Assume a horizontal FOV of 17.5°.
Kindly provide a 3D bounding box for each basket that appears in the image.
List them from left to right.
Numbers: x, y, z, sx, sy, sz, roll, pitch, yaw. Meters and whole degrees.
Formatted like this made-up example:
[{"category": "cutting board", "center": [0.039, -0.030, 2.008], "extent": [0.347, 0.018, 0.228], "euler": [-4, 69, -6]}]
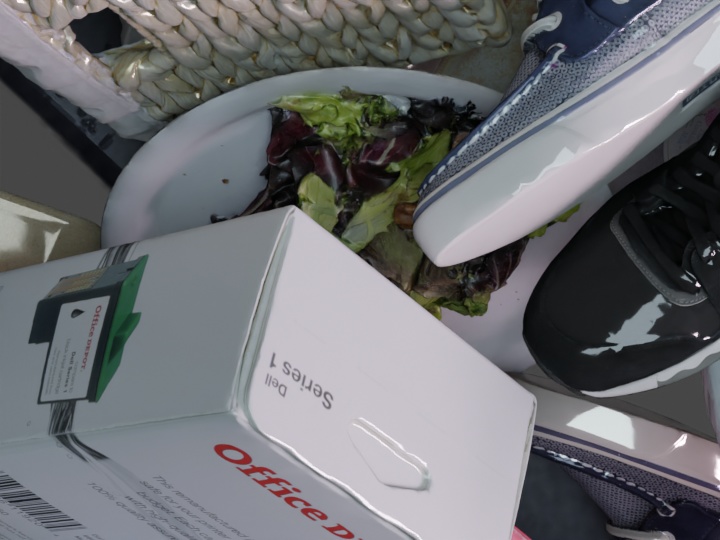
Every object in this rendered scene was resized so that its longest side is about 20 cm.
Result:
[{"category": "basket", "center": [-0.054, -0.174, 0.812], "extent": [0.161, 0.198, 0.200], "euler": [-12, 74, 15]}]

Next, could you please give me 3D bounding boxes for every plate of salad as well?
[{"category": "plate of salad", "center": [0.000, 0.000, 0.897], "extent": [0.200, 0.048, 0.200], "euler": [0, 139, 0]}]

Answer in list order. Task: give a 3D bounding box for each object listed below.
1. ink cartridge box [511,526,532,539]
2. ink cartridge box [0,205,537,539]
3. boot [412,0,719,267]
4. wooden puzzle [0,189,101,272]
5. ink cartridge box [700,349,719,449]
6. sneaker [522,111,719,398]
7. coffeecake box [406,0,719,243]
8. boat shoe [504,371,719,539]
[{"category": "ink cartridge box", "center": [0.082, 0.177, 0.926], "extent": [0.200, 0.146, 0.085], "euler": [38, 83, -9]}, {"category": "ink cartridge box", "center": [-0.058, 0.060, 0.848], "extent": [0.146, 0.200, 0.084], "euler": [38, 54, -37]}, {"category": "boot", "center": [0.083, -0.089, 0.822], "extent": [0.200, 0.073, 0.090], "euler": [-35, 78, -8]}, {"category": "wooden puzzle", "center": [-0.220, 0.039, 0.930], "extent": [0.200, 0.046, 0.185], "euler": [19, 92, -14]}, {"category": "ink cartridge box", "center": [0.207, 0.049, 0.843], "extent": [0.162, 0.057, 0.200], "euler": [-10, 65, 9]}, {"category": "sneaker", "center": [0.136, -0.038, 0.829], "extent": [0.200, 0.088, 0.076], "euler": [-35, 59, -6]}, {"category": "coffeecake box", "center": [0.075, -0.101, 0.941], "extent": [0.200, 0.073, 0.154], "euler": [29, 89, -10]}, {"category": "boat shoe", "center": [0.132, 0.113, 0.960], "extent": [0.200, 0.075, 0.093], "euler": [21, 91, -16]}]
